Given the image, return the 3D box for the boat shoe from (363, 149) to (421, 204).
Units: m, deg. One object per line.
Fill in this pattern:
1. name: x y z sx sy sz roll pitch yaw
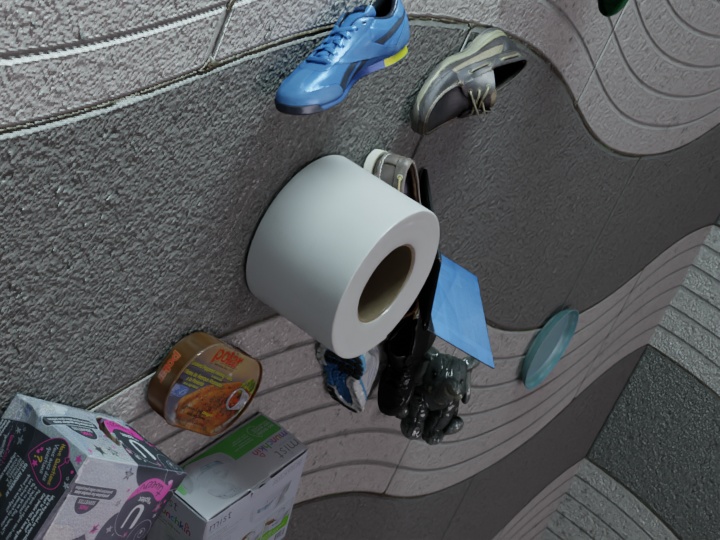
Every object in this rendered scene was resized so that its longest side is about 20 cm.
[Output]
1. boat shoe: 0.054 -0.064 1.541 0.072 0.059 0.201 -50 140 -39

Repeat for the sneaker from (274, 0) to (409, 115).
1. sneaker: -0.022 -0.232 1.261 0.200 0.066 0.079 -39 139 -35

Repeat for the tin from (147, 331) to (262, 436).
1. tin: -0.182 0.134 1.429 0.112 0.042 0.200 -52 156 -1

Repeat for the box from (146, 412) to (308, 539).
1. box: -0.177 0.316 1.588 0.200 0.096 0.177 -30 144 -45

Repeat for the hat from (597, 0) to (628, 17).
1. hat: 0.288 -0.446 1.635 0.200 0.175 0.167 -94 -159 -63

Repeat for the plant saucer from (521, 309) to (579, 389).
1. plant saucer: 0.403 0.164 2.589 0.200 0.027 0.201 -43 153 -28

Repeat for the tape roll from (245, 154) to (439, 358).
1. tape roll: -0.020 -0.017 1.426 0.203 0.139 0.203 -43 154 -28

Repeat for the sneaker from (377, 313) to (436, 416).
1. sneaker: 0.062 0.133 1.869 0.201 0.060 0.104 -66 156 6

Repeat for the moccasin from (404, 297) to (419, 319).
1. moccasin: 0.059 0.037 1.715 0.201 0.077 0.074 -16 134 -56

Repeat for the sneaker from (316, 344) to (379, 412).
1. sneaker: -0.009 0.121 1.718 0.087 0.075 0.200 -57 163 -25

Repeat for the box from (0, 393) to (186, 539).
1. box: -0.291 0.220 1.231 0.133 0.114 0.200 -56 156 -1

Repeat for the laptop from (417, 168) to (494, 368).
1. laptop: 0.134 -0.002 1.651 0.188 0.115 0.201 -96 -169 -47

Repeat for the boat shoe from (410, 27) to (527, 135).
1. boat shoe: 0.143 -0.238 1.542 0.200 0.073 0.075 -45 153 -25

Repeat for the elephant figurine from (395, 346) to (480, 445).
1. elephant figurine: 0.136 0.180 1.955 0.141 0.156 0.201 -13 143 -31
